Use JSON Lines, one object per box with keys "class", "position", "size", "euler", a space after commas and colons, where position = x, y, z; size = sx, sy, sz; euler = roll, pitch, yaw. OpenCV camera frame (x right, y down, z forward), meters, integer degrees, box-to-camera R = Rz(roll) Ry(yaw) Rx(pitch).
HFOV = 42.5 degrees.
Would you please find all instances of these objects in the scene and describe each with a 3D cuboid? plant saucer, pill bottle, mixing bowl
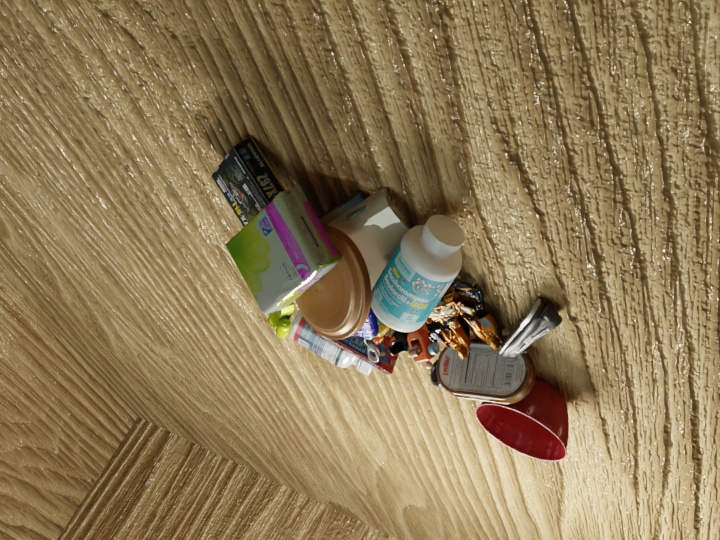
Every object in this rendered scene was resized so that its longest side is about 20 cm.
{"class": "plant saucer", "position": [-0.060, 0.023, 1.634], "size": [0.198, 0.032, 0.204], "euler": [15, 111, 43]}
{"class": "pill bottle", "position": [0.100, 0.002, 1.551], "size": [0.110, 0.111, 0.201], "euler": [31, 130, 1]}
{"class": "pill bottle", "position": [-0.047, 0.143, 2.044], "size": [0.198, 0.121, 0.120], "euler": [29, 155, 6]}
{"class": "mixing bowl", "position": [0.341, 0.282, 1.859], "size": [0.198, 0.109, 0.201], "euler": [26, 155, 13]}

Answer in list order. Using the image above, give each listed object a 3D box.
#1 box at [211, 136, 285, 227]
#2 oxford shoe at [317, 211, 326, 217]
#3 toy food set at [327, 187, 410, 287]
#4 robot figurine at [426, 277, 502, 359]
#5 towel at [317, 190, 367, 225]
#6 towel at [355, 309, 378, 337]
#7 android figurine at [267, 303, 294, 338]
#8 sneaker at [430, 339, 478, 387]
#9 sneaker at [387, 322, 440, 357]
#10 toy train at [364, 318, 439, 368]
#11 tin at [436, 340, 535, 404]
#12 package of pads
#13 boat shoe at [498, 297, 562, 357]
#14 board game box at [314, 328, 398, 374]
{"class": "box", "position": [-0.189, -0.129, 1.725], "size": [0.202, 0.049, 0.159], "euler": [57, 154, -1]}
{"class": "oxford shoe", "position": [-0.097, -0.069, 1.791], "size": [0.074, 0.071, 0.199], "euler": [44, 142, -18]}
{"class": "toy food set", "position": [0.052, -0.041, 1.642], "size": [0.142, 0.061, 0.200], "euler": [-29, 116, 32]}
{"class": "robot figurine", "position": [0.179, 0.087, 1.708], "size": [0.143, 0.059, 0.200], "euler": [-20, 138, 28]}
{"class": "towel", "position": [0.013, -0.045, 1.695], "size": [0.146, 0.022, 0.200], "euler": [-30, 116, 32]}
{"class": "towel", "position": [-0.051, 0.051, 1.765], "size": [0.145, 0.050, 0.202], "euler": [9, 140, 27]}
{"class": "android figurine", "position": [-0.189, 0.052, 2.040], "size": [0.200, 0.040, 0.185], "euler": [123, 129, -68]}
{"class": "sneaker", "position": [0.225, 0.193, 1.903], "size": [0.078, 0.077, 0.199], "euler": [10, 159, -29]}
{"class": "sneaker", "position": [0.132, 0.139, 1.864], "size": [0.070, 0.091, 0.199], "euler": [44, 153, -25]}
{"class": "toy train", "position": [0.058, 0.132, 1.834], "size": [0.198, 0.055, 0.153], "euler": [-10, 99, 45]}
{"class": "tin", "position": [0.239, 0.193, 1.790], "size": [0.197, 0.114, 0.042], "euler": [2, 160, 30]}
{"class": "package of pads", "position": [-0.136, -0.029, 1.617], "size": [0.199, 0.068, 0.156], "euler": [-36, 81, 45]}
{"class": "boat shoe", "position": [0.301, 0.117, 1.659], "size": [0.057, 0.067, 0.201], "euler": [33, 152, 7]}
{"class": "board game box", "position": [0.004, 0.128, 1.936], "size": [0.198, 0.104, 0.019], "euler": [31, 157, -25]}
